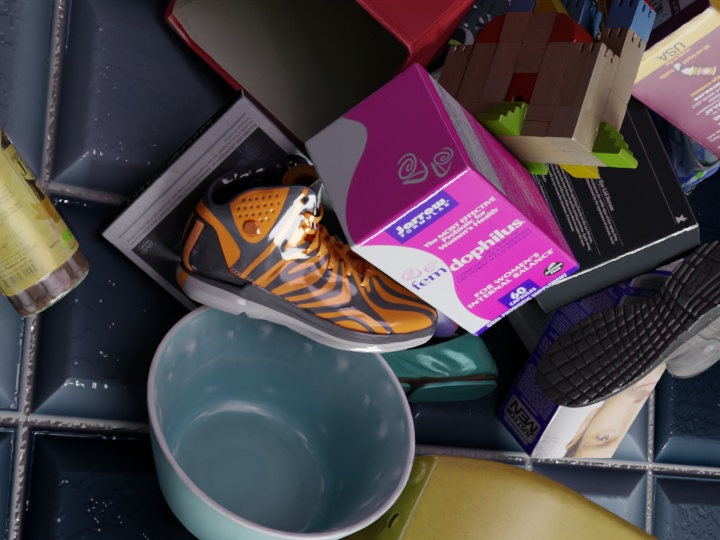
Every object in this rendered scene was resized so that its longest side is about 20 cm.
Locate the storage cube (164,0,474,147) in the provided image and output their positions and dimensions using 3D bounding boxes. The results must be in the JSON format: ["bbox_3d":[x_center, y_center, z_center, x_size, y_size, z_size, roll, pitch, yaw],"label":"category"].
[{"bbox_3d":[-0.009,-0.220,1.069,0.200,0.171,0.180,41,55,0],"label":"storage cube"}]

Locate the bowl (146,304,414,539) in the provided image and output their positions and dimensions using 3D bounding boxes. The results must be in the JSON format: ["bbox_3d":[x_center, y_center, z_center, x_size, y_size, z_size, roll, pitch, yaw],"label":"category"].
[{"bbox_3d":[-0.071,0.129,1.034,0.199,0.105,0.202,14,47,-15],"label":"bowl"}]

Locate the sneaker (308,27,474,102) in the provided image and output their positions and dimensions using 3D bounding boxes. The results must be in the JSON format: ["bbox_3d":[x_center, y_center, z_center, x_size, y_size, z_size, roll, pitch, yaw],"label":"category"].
[{"bbox_3d":[0.019,-0.173,1.185,0.200,0.071,0.083,-38,105,-35],"label":"sneaker"}]

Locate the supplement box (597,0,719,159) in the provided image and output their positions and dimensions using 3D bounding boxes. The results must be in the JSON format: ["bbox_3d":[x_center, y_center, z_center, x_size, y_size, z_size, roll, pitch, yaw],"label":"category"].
[{"bbox_3d":[0.293,-0.181,1.149,0.199,0.103,0.132,27,44,-35],"label":"supplement box"}]

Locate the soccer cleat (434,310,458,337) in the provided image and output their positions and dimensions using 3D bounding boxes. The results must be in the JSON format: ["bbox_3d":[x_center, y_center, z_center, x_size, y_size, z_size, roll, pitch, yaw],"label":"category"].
[{"bbox_3d":[0.000,0.000,1.139,0.077,0.067,0.200,-48,121,-2],"label":"soccer cleat"}]

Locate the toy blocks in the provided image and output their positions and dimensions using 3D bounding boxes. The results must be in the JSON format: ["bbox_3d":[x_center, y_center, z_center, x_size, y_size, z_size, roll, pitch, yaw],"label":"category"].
[{"bbox_3d":[0.136,-0.156,1.089,0.100,0.199,0.138,29,76,-43],"label":"toy blocks"}]

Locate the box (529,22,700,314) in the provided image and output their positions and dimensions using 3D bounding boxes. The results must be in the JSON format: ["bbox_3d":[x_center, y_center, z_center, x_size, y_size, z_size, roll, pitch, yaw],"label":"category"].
[{"bbox_3d":[0.174,-0.087,1.159,0.079,0.140,0.201,41,29,-67],"label":"box"}]

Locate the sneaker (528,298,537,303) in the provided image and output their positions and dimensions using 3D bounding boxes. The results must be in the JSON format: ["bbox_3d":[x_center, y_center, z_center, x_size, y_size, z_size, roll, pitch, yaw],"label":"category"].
[{"bbox_3d":[0.112,-0.025,1.226,0.199,0.075,0.079,16,72,-39],"label":"sneaker"}]

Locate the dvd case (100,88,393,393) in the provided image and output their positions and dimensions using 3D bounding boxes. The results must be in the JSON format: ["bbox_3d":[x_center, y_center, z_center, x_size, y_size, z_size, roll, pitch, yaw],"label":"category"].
[{"bbox_3d":[-0.071,-0.017,1.067,0.150,0.025,0.200,-42,114,12],"label":"dvd case"}]

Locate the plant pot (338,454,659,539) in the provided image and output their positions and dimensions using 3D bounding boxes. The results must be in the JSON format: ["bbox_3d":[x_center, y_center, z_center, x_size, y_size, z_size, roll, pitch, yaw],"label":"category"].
[{"bbox_3d":[0.079,0.247,1.122,0.200,0.194,0.196,38,64,-18],"label":"plant pot"}]

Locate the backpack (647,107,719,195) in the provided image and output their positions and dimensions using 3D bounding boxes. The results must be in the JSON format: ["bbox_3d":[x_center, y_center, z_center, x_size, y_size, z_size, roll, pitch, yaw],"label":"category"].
[{"bbox_3d":[0.270,-0.152,1.314,0.200,0.146,0.184,-27,98,-56],"label":"backpack"}]

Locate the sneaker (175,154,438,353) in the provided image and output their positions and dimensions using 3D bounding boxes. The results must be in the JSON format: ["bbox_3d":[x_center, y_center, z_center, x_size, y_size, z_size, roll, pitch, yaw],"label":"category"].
[{"bbox_3d":[-0.026,-0.014,1.019,0.198,0.078,0.113,14,114,-15],"label":"sneaker"}]

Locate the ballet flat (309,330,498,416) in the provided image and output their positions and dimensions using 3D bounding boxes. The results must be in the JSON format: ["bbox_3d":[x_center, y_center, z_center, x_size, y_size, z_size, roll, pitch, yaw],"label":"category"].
[{"bbox_3d":[0.028,0.079,1.180,0.199,0.067,0.071,-4,63,-38],"label":"ballet flat"}]

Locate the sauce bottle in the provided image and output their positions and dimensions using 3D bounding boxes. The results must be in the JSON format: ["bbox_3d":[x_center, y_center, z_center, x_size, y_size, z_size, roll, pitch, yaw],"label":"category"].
[{"bbox_3d":[-0.260,-0.066,0.960,0.065,0.064,0.201,-43,112,-33],"label":"sauce bottle"}]

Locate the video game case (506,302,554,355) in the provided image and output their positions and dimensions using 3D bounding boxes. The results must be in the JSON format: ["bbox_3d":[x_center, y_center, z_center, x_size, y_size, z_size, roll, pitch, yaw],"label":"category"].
[{"bbox_3d":[0.170,-0.044,1.321,0.182,0.023,0.201,-46,112,-31],"label":"video game case"}]

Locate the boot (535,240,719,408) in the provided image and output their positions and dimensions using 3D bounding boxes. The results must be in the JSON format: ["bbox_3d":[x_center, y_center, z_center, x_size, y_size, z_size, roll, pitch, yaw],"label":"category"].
[{"bbox_3d":[0.249,0.066,1.178,0.070,0.199,0.132,64,10,29],"label":"boot"}]

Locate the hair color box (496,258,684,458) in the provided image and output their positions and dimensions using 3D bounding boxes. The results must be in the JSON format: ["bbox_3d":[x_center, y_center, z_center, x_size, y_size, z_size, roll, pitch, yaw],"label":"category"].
[{"bbox_3d":[0.215,0.070,1.250,0.109,0.065,0.201,5,123,-37],"label":"hair color box"}]

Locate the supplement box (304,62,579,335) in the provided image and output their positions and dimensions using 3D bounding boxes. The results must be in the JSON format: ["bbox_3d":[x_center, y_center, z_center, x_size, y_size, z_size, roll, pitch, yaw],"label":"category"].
[{"bbox_3d":[0.063,-0.046,1.027,0.200,0.101,0.104,34,27,-52],"label":"supplement box"}]
